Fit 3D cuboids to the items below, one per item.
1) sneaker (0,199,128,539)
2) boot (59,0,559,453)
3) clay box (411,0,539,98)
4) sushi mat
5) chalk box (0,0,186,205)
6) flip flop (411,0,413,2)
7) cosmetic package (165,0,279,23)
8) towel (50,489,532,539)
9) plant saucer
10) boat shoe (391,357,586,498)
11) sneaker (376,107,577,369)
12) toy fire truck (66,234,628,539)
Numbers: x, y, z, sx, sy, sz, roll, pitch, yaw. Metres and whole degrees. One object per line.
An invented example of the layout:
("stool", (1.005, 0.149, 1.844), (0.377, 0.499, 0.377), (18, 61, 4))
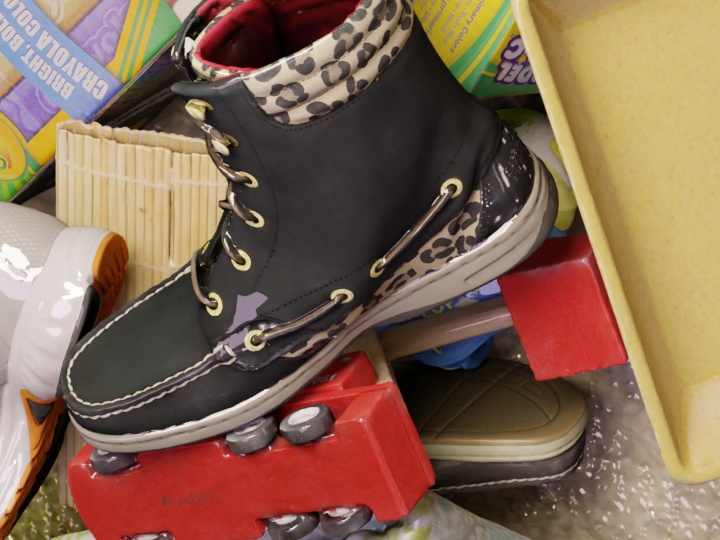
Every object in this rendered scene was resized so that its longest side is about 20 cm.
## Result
("sneaker", (-0.164, 0.045, 1.105), (0.092, 0.076, 0.200), (26, 123, 2))
("boot", (-0.044, -0.027, 0.976), (0.203, 0.074, 0.154), (-27, 138, 7))
("clay box", (0.094, -0.136, 1.021), (0.048, 0.115, 0.200), (45, 121, 25))
("sushi mat", (-0.080, 0.028, 1.118), (0.096, 0.012, 0.200), (8, 126, 5))
("chalk box", (-0.132, -0.113, 1.131), (0.200, 0.124, 0.124), (-39, 89, 28))
("flip flop", (0.004, -0.179, 1.070), (0.081, 0.058, 0.200), (-20, 95, -15))
("cosmetic package", (-0.060, -0.183, 1.012), (0.087, 0.103, 0.200), (-44, 74, 31))
("towel", (-0.019, 0.137, 1.142), (0.200, 0.171, 0.048), (-12, 69, 27))
("plant saucer", (0.165, -0.048, 1.013), (0.200, 0.048, 0.200), (-21, 100, -14))
("boat shoe", (0.012, 0.080, 1.164), (0.201, 0.072, 0.066), (-1, 116, 32))
("sneaker", (0.000, 0.000, 1.136), (0.200, 0.076, 0.105), (-10, 103, 26))
("toy fire truck", (-0.003, 0.050, 1.066), (0.200, 0.141, 0.049), (-11, 112, 32))
